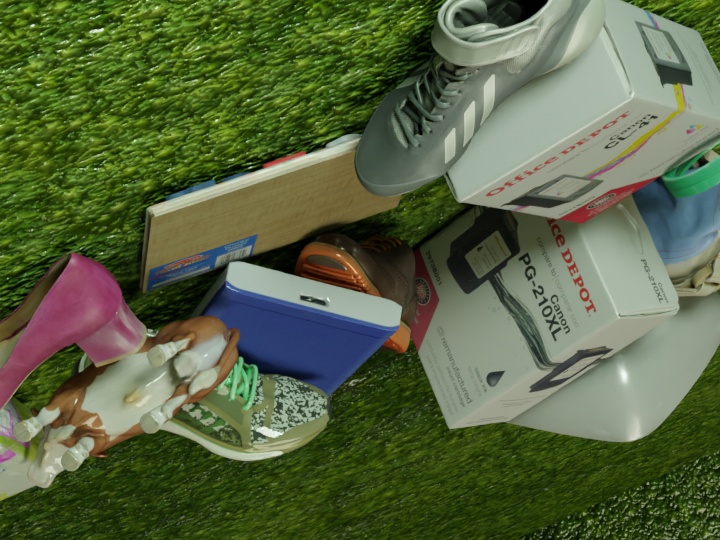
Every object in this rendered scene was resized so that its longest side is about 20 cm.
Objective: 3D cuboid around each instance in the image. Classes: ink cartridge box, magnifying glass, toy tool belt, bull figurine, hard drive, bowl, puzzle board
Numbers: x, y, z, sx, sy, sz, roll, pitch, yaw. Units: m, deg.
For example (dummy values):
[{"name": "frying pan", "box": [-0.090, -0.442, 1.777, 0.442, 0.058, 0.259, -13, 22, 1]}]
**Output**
[{"name": "ink cartridge box", "box": [0.148, -0.105, 1.423, 0.147, 0.086, 0.200, -31, 164, 26]}, {"name": "magnifying glass", "box": [0.238, -0.091, 1.548, 0.079, 0.022, 0.200, -39, -169, -3]}, {"name": "toy tool belt", "box": [0.264, -0.049, 1.684, 0.199, 0.125, 0.123, -9, 147, 38]}, {"name": "bull figurine", "box": [-0.175, 0.095, 1.503, 0.200, 0.065, 0.121, -34, -176, 17]}, {"name": "ink cartridge box", "box": [0.133, 0.016, 1.673, 0.084, 0.145, 0.200, -3, 154, -47]}, {"name": "hard drive", "box": [-0.063, 0.051, 1.600, 0.131, 0.026, 0.200, 14, 157, -13]}, {"name": "bowl", "box": [0.193, 0.047, 1.794, 0.199, 0.075, 0.200, 10, -140, 33]}, {"name": "puzzle board", "box": [-0.056, -0.046, 1.450, 0.199, 0.017, 0.151, -19, 164, -14]}]

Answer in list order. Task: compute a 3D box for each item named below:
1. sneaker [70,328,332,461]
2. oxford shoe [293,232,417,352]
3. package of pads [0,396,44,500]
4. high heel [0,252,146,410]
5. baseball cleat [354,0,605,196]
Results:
[{"name": "sneaker", "box": [-0.112, 0.083, 1.582, 0.199, 0.077, 0.089, 11, 140, -14]}, {"name": "oxford shoe", "box": [0.000, 0.000, 1.603, 0.071, 0.073, 0.200, 16, 166, 16]}, {"name": "package of pads", "box": [-0.319, 0.141, 1.578, 0.154, 0.068, 0.200, -23, 167, -3]}, {"name": "high heel", "box": [-0.249, 0.047, 1.431, 0.199, 0.068, 0.096, -16, 138, 18]}, {"name": "baseball cleat", "box": [0.054, -0.122, 1.298, 0.200, 0.070, 0.106, -41, 152, 22]}]
